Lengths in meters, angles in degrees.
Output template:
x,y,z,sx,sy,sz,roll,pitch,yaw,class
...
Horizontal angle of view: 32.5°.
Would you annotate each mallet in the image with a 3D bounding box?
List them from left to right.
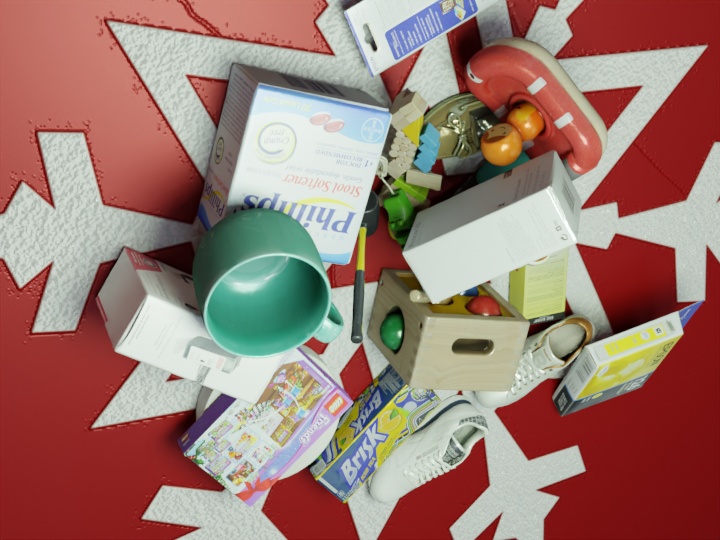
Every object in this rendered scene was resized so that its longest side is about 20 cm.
x,y,z,sx,sy,sz,roll,pitch,yaw,class
0.000,0.000,1.557,0.040,0.204,0.066,3,159,1,mallet

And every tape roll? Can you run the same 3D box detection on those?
x,y,z,sx,sy,sz,roll,pitch,yaw,class
-0.123,0.190,1.665,0.199,0.037,0.206,-10,117,-20,tape roll

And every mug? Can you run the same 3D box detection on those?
x,y,z,sx,sy,sz,roll,pitch,yaw,class
-0.114,0.017,1.431,0.150,0.115,0.187,-21,133,-3,mug

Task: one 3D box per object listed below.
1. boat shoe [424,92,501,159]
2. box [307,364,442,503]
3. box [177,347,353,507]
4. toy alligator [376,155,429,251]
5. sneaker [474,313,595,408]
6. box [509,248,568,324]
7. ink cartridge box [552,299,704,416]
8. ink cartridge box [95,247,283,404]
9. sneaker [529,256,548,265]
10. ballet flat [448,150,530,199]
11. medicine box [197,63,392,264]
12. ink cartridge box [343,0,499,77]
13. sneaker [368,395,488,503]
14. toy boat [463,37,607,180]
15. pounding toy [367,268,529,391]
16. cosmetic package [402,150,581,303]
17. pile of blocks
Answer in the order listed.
x,y,z,sx,sy,sz,roll,pitch,yaw,class
0.162,-0.191,1.601,0.198,0.063,0.074,-20,119,-15,boat shoe
0.015,0.222,1.724,0.200,0.064,0.070,-46,122,2,box
-0.124,0.198,1.623,0.200,0.039,0.137,-45,122,0,box
0.059,-0.056,1.568,0.059,0.055,0.201,-13,129,34,toy alligator
0.241,0.125,1.748,0.199,0.085,0.073,-37,83,9,sneaker
0.249,-0.026,1.723,0.074,0.050,0.203,-11,117,-19,box
0.393,0.132,1.799,0.197,0.048,0.198,-17,155,-14,ink cartridge box
-0.208,0.068,1.508,0.198,0.146,0.085,27,102,-31,ink cartridge box
0.201,-0.024,1.620,0.073,0.084,0.200,-45,166,-15,sneaker
0.166,-0.095,1.655,0.199,0.072,0.072,-39,122,-3,ballet flat
-0.082,-0.127,1.501,0.179,0.103,0.203,7,109,-26,medicine box
0.074,-0.329,1.518,0.198,0.037,0.096,-33,122,-10,ink cartridge box
0.095,0.265,1.770,0.200,0.081,0.076,-43,124,1,sneaker
0.196,-0.180,1.509,0.130,0.130,0.201,-41,93,-22,toy boat
0.104,0.063,1.620,0.197,0.184,0.144,4,111,-25,pounding toy
0.158,-0.051,1.472,0.198,0.113,0.082,-23,111,22,cosmetic package
0.071,-0.150,1.551,0.081,0.063,0.202,16,139,7,pile of blocks
